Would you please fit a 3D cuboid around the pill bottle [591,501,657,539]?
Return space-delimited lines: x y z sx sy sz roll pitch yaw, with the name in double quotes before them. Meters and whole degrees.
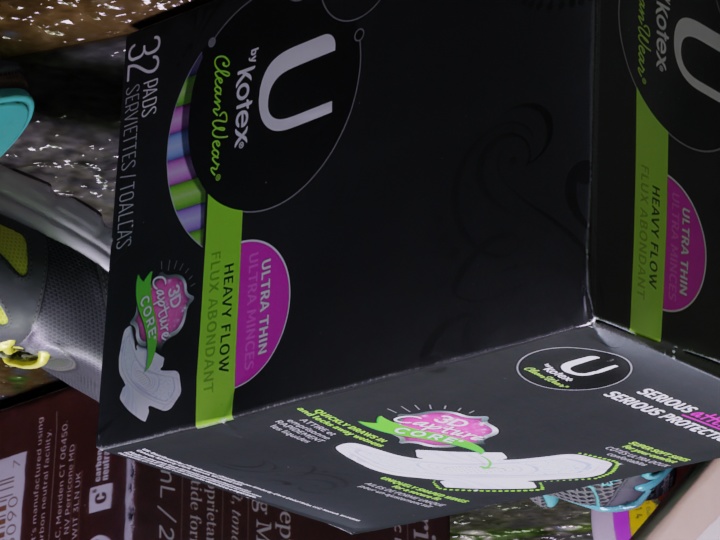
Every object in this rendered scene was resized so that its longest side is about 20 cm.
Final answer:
"pill bottle" 0.210 0.104 1.276 0.200 0.105 0.104 -16 155 39

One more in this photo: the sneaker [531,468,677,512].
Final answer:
"sneaker" 0.105 0.053 1.121 0.091 0.078 0.200 44 156 -20

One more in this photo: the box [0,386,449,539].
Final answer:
"box" -0.082 0.156 1.339 0.200 0.167 0.164 17 154 -40

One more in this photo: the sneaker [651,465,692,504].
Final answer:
"sneaker" 0.142 0.079 1.207 0.199 0.087 0.074 -10 180 28

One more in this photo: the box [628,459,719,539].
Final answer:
"box" 0.163 0.103 1.128 0.200 0.078 0.095 -53 175 22

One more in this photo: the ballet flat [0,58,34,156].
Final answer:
"ballet flat" -0.188 -0.018 0.839 0.073 0.200 0.073 37 152 24

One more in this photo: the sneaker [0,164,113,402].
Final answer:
"sneaker" -0.142 0.002 0.936 0.200 0.085 0.074 38 154 -16

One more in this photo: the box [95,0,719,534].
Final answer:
"box" 0.032 -0.015 0.879 0.200 0.149 0.124 -15 154 39
